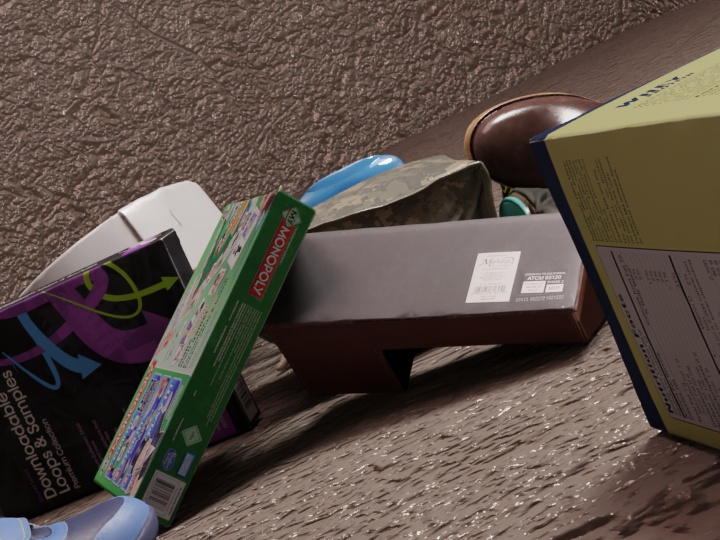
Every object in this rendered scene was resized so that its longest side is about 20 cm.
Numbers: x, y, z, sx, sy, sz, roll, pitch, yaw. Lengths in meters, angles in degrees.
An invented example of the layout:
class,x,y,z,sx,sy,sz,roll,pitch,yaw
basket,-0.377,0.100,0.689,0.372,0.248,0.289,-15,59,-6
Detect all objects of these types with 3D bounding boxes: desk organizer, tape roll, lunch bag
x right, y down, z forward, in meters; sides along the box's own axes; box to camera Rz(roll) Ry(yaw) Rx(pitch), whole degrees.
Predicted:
class,x,y,z,sx,sy,sz,roll,pitch,yaw
desk organizer,0.047,0.023,0.884,0.198,0.077,0.072,-4,50,26
tape roll,-0.180,0.022,1.142,0.202,0.071,0.202,-39,-8,-6
lunch bag,0.000,0.000,1.064,0.198,0.119,0.164,-20,8,-4

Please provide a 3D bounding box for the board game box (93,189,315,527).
class,x,y,z,sx,sy,sz,roll,pitch,yaw
board game box,-0.098,0.050,0.912,0.201,0.029,0.134,-65,15,-9

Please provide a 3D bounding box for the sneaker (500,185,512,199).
class,x,y,z,sx,sy,sz,roll,pitch,yaw
sneaker,0.147,-0.067,1.188,0.074,0.085,0.200,-26,7,-11

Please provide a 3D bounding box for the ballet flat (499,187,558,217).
class,x,y,z,sx,sy,sz,roll,pitch,yaw
ballet flat,0.138,-0.021,0.982,0.068,0.069,0.200,-13,9,0

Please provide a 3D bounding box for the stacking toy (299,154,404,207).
class,x,y,z,sx,sy,sz,roll,pitch,yaw
stacking toy,0.021,-0.047,1.488,0.115,0.111,0.200,-25,-4,11

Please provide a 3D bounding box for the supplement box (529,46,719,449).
class,x,y,z,sx,sy,sz,roll,pitch,yaw
supplement box,0.200,-0.032,0.541,0.199,0.135,0.200,-26,7,-11

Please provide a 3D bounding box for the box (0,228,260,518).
class,x,y,z,sx,sy,sz,roll,pitch,yaw
box,-0.188,0.076,1.030,0.199,0.144,0.036,-23,9,15

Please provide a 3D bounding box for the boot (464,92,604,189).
class,x,y,z,sx,sy,sz,roll,pitch,yaw
boot,0.184,-0.083,1.012,0.198,0.073,0.166,3,5,-13

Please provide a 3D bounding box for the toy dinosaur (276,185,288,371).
class,x,y,z,sx,sy,sz,roll,pitch,yaw
toy dinosaur,-0.021,0.012,1.239,0.201,0.134,0.086,-86,17,-60

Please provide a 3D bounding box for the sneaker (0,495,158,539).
class,x,y,z,sx,sy,sz,roll,pitch,yaw
sneaker,-0.196,0.153,0.740,0.199,0.083,0.074,-25,6,-18
